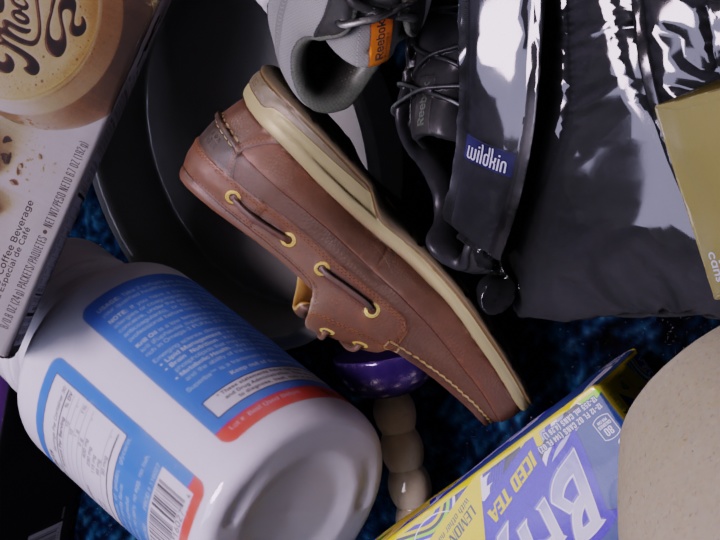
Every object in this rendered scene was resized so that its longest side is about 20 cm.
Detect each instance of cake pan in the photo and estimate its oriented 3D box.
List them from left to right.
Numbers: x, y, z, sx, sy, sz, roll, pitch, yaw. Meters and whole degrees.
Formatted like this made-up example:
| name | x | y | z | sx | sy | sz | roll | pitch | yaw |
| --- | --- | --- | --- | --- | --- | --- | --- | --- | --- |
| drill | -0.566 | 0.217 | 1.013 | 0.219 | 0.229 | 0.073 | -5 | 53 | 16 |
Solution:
| name | x | y | z | sx | sy | sz | roll | pitch | yaw |
| --- | --- | --- | --- | --- | --- | --- | --- | --- | --- |
| cake pan | -0.056 | -0.061 | 1.086 | 0.200 | 0.037 | 0.201 | 17 | 116 | 38 |

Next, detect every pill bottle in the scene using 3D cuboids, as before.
| name | x | y | z | sx | sy | sz | roll | pitch | yaw |
| --- | --- | --- | --- | --- | --- | --- | --- | --- | --- |
| pill bottle | -0.092 | 0.064 | 1.057 | 0.200 | 0.112 | 0.112 | 37 | 128 | 37 |

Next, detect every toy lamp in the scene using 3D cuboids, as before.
| name | x | y | z | sx | sy | sz | roll | pitch | yaw |
| --- | --- | --- | --- | --- | --- | --- | --- | --- | --- |
| toy lamp | 0.030 | 0.134 | 1.071 | 0.058 | 0.058 | 0.200 | -1 | 102 | 43 |

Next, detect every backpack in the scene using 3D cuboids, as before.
| name | x | y | z | sx | sy | sz | roll | pitch | yaw |
| --- | --- | --- | --- | --- | --- | --- | --- | --- | --- |
| backpack | 0.117 | -0.086 | 0.857 | 0.167 | 0.127 | 0.200 | -4 | 101 | 31 |

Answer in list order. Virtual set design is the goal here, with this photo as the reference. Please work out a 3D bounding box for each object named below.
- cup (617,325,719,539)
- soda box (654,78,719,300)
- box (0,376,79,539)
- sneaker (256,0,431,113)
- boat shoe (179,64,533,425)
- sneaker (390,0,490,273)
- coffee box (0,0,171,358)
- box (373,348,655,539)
| name | x | y | z | sx | sy | sz | roll | pitch | yaw |
| --- | --- | --- | --- | --- | --- | --- | --- | --- | --- |
| cup | 0.176 | 0.097 | 0.845 | 0.143 | 0.200 | 0.200 | 59 | 137 | 33 |
| soda box | 0.186 | -0.053 | 0.753 | 0.064 | 0.200 | 0.068 | -13 | 97 | 44 |
| box | -0.226 | 0.069 | 1.265 | 0.141 | 0.079 | 0.200 | 35 | 127 | 31 |
| sneaker | 0.010 | -0.132 | 0.872 | 0.200 | 0.074 | 0.079 | 122 | 141 | -61 |
| boat shoe | 0.000 | 0.000 | 0.989 | 0.068 | 0.072 | 0.200 | -40 | 112 | 7 |
| sneaker | 0.053 | -0.093 | 0.938 | 0.076 | 0.091 | 0.200 | -3 | 103 | 45 |
| coffee box | -0.170 | -0.072 | 1.011 | 0.113 | 0.080 | 0.200 | 24 | 87 | -4 |
| box | 0.061 | 0.122 | 0.988 | 0.200 | 0.064 | 0.070 | -40 | 86 | 25 |
